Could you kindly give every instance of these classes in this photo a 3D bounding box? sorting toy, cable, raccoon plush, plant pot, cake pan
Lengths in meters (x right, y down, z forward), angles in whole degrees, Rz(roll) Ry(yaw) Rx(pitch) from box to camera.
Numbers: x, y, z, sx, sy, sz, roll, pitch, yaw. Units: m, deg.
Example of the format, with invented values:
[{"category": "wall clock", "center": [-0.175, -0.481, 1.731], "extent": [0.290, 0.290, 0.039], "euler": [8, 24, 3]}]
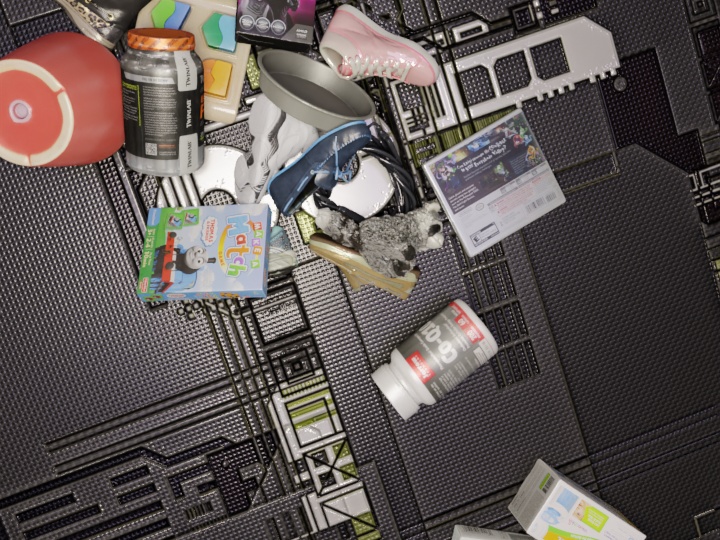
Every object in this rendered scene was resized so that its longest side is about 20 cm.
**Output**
[{"category": "sorting toy", "center": [-0.273, -0.355, 1.119], "extent": [0.183, 0.036, 0.203], "euler": [12, 94, -8]}, {"category": "cable", "center": [0.004, -0.130, 1.148], "extent": [0.162, 0.051, 0.201], "euler": [-30, 114, -9]}, {"category": "raccoon plush", "center": [0.044, -0.084, 1.118], "extent": [0.199, 0.097, 0.135], "euler": [36, 59, -10]}, {"category": "plant pot", "center": [-0.452, -0.240, 1.015], "extent": [0.197, 0.178, 0.203], "euler": [1, 109, 2]}, {"category": "cake pan", "center": [-0.072, -0.276, 1.082], "extent": [0.198, 0.201, 0.037], "euler": [24, 121, -9]}]

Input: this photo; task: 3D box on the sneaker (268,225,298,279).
[{"category": "sneaker", "center": [-0.206, -0.019, 1.152], "extent": [0.197, 0.078, 0.087], "euler": [-14, 78, -7]}]

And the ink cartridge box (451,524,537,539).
[{"category": "ink cartridge box", "center": [0.232, 0.574, 1.271], "extent": [0.158, 0.047, 0.203], "euler": [10, 100, -8]}]

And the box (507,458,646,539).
[{"category": "box", "center": [0.384, 0.449, 1.244], "extent": [0.199, 0.101, 0.113], "euler": [33, 91, -9]}]

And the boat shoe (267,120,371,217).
[{"category": "boat shoe", "center": [-0.054, -0.151, 1.069], "extent": [0.199, 0.084, 0.069], "euler": [-35, 72, 34]}]

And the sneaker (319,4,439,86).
[{"category": "sneaker", "center": [0.024, -0.334, 1.125], "extent": [0.199, 0.075, 0.105], "euler": [31, 68, -2]}]

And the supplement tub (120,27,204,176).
[{"category": "supplement tub", "center": [-0.298, -0.255, 1.055], "extent": [0.121, 0.123, 0.202], "euler": [3, 117, -7]}]

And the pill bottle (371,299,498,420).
[{"category": "pill bottle", "center": [0.123, 0.152, 1.177], "extent": [0.199, 0.114, 0.114], "euler": [-39, 99, -2]}]

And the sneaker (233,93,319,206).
[{"category": "sneaker", "center": [-0.131, -0.186, 1.127], "extent": [0.114, 0.075, 0.202], "euler": [-7, 131, -38]}]

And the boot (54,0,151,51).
[{"category": "boot", "center": [-0.405, -0.458, 1.061], "extent": [0.150, 0.073, 0.201], "euler": [-36, 102, 10]}]

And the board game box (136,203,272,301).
[{"category": "board game box", "center": [-0.243, -0.030, 1.101], "extent": [0.197, 0.037, 0.153], "euler": [-2, 65, 4]}]

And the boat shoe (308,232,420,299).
[{"category": "boat shoe", "center": [0.000, 0.000, 1.174], "extent": [0.198, 0.072, 0.077], "euler": [21, 107, -7]}]

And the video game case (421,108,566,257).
[{"category": "video game case", "center": [0.232, -0.151, 1.208], "extent": [0.199, 0.023, 0.183], "euler": [-30, 99, -2]}]

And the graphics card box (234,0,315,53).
[{"category": "graphics card box", "center": [-0.131, -0.457, 1.105], "extent": [0.124, 0.051, 0.203], "euler": [6, 89, -13]}]
